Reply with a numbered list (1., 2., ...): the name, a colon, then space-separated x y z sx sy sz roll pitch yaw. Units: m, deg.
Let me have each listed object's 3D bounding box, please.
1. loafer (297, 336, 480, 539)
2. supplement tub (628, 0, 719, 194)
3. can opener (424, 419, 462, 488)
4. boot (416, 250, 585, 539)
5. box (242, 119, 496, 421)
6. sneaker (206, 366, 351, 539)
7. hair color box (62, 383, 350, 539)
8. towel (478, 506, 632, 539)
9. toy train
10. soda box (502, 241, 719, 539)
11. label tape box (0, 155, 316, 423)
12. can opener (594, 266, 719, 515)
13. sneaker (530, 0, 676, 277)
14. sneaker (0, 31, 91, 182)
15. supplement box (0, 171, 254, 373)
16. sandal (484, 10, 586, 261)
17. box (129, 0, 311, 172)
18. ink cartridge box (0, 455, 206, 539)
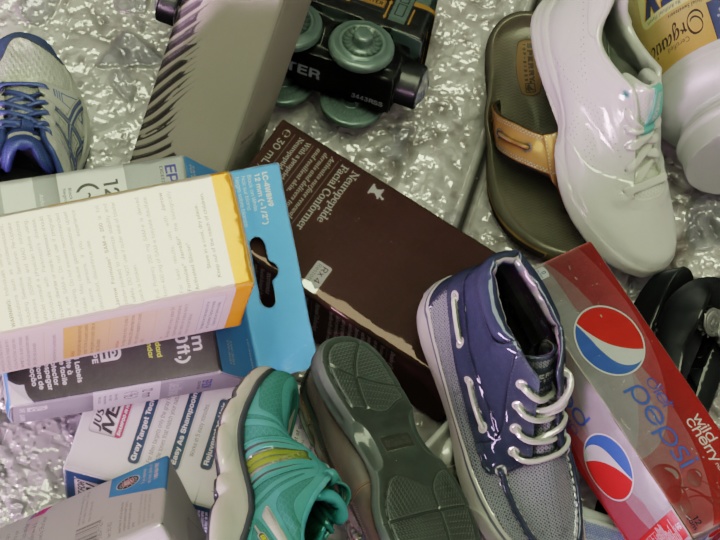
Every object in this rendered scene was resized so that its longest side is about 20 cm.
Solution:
1. loafer: 0.015 0.136 1.519 0.072 0.063 0.201 -1 54 -35
2. supplement tub: 0.256 -0.168 1.703 0.144 0.145 0.201 -10 66 -8
3. can opener: 0.087 0.087 1.612 0.200 0.067 0.053 -44 117 -38
4. boot: 0.099 0.090 1.520 0.073 0.090 0.201 -21 84 -29
5. box: 0.000 0.000 1.649 0.200 0.075 0.100 32 67 9
6. sneaker: -0.045 0.136 1.480 0.079 0.078 0.200 -7 39 5
7. hair color box: -0.081 0.120 1.593 0.199 0.061 0.100 15 63 3
8. towel: 0.081 0.225 1.556 0.146 0.024 0.200 18 65 25
9. toy train: -0.039 -0.174 1.725 0.199 0.085 0.114 19 52 8
10. soda box: 0.163 0.086 1.560 0.070 0.063 0.200 -22 72 -33
11. label tape box: -0.134 0.006 1.562 0.199 0.066 0.144 -10 77 -7
12. can opener: 0.203 0.091 1.635 0.063 0.079 0.201 28 68 -26
13. sneaker: 0.175 -0.095 1.651 0.075 0.088 0.201 -18 90 -36
14. sneaker: -0.216 -0.083 1.662 0.075 0.088 0.201 -8 65 -6
15. supplement box: -0.169 0.006 1.460 0.199 0.126 0.074 -11 80 -10
16. sandal: 0.127 -0.098 1.711 0.081 0.055 0.201 -1 65 -4
17. box: -0.086 -0.141 1.635 0.068 0.201 0.082 25 27 8
18. ink cartridge box: -0.194 0.197 1.499 0.199 0.115 0.068 -24 105 5
